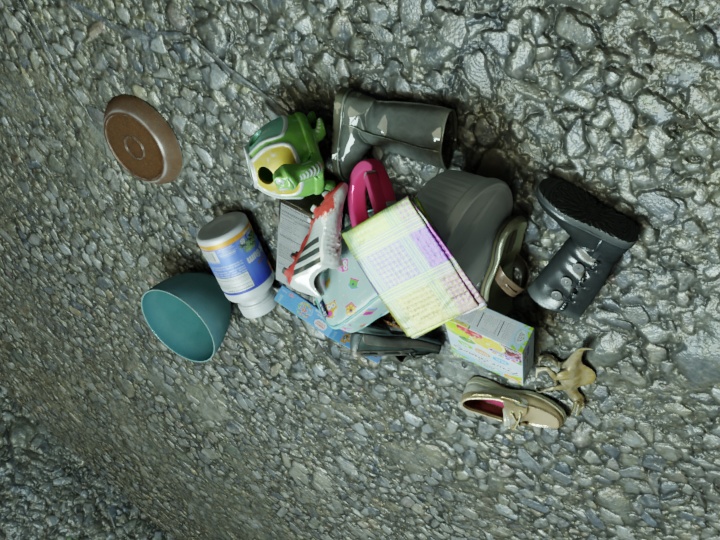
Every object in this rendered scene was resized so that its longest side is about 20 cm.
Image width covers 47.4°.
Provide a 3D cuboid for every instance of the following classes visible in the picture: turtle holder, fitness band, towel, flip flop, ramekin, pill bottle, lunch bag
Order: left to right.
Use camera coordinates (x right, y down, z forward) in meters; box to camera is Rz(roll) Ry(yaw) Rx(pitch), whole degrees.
[{"bbox_3d":[-0.241,-0.007,1.655,0.111,0.112,0.201,0,127,37],"label":"pill bottle"},{"bbox_3d":[-0.116,-0.171,1.340,0.141,0.131,0.186,87,166,-52],"label":"turtle holder"},{"bbox_3d":[0.000,0.000,1.384,0.199,0.077,0.161,-35,64,25],"label":"lunch bag"},{"bbox_3d":[0.020,-0.074,1.264,0.144,0.037,0.202,120,139,-62],"label":"fitness band"},{"bbox_3d":[0.075,0.000,1.171,0.143,0.023,0.201,-27,105,34],"label":"towel"},{"bbox_3d":[0.141,-0.061,1.254,0.094,0.202,0.204,30,140,28],"label":"ramekin"},{"bbox_3d":[0.242,0.001,1.314,0.057,0.081,0.201,32,135,29],"label":"flip flop"}]

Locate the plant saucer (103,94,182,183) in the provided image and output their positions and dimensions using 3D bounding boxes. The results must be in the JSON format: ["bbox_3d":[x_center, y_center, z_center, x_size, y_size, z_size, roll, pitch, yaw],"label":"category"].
[{"bbox_3d":[-0.447,-0.254,1.653,0.199,0.035,0.201,22,137,21],"label":"plant saucer"}]

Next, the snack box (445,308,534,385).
[{"bbox_3d":[0.222,0.122,1.398,0.141,0.053,0.200,25,165,19],"label":"snack box"}]

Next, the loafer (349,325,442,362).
[{"bbox_3d":[0.063,0.141,1.514,0.199,0.064,0.072,14,175,-30],"label":"loafer"}]

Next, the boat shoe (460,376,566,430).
[{"bbox_3d":[0.280,0.262,1.526,0.199,0.069,0.074,13,133,29],"label":"boat shoe"}]

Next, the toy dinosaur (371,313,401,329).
[{"bbox_3d":[0.021,0.056,1.502,0.199,0.103,0.135,1,158,43],"label":"toy dinosaur"}]

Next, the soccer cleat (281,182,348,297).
[{"bbox_3d":[-0.055,-0.048,1.339,0.085,0.069,0.201,31,108,8],"label":"soccer cleat"}]

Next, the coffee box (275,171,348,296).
[{"bbox_3d":[-0.089,-0.070,1.480,0.079,0.113,0.201,26,137,17],"label":"coffee box"}]

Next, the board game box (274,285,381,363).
[{"bbox_3d":[-0.055,0.105,1.564,0.151,0.037,0.200,31,178,35],"label":"board game box"}]

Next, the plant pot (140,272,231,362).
[{"bbox_3d":[-0.364,0.082,1.812,0.199,0.135,0.201,21,137,21],"label":"plant pot"}]

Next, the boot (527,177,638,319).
[{"bbox_3d":[0.308,-0.028,1.255,0.164,0.066,0.201,34,144,10],"label":"boot"}]

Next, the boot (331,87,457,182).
[{"bbox_3d":[0.053,-0.197,1.300,0.198,0.073,0.183,16,137,17],"label":"boot"}]

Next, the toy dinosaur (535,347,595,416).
[{"bbox_3d":[0.355,0.172,1.413,0.100,0.058,0.201,5,138,16],"label":"toy dinosaur"}]
